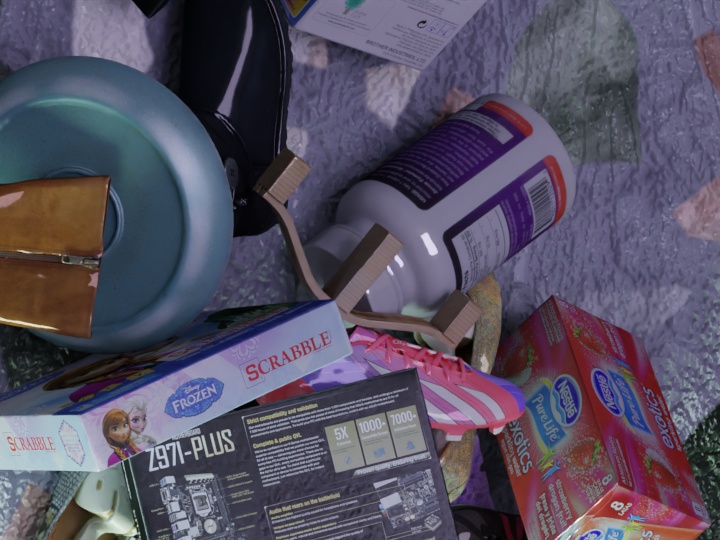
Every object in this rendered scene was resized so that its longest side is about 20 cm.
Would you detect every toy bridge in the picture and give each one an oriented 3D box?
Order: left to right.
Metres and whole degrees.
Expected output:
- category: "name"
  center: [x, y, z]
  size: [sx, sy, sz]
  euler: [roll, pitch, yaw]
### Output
- category: "toy bridge"
  center: [0.000, 0.000, 1.655]
  size: [0.200, 0.027, 0.067]
  euler: [40, 89, -30]

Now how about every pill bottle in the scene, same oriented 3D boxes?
- category: "pill bottle"
  center: [0.053, -0.035, 1.759]
  size: [0.200, 0.111, 0.112]
  euler: [-36, 110, -28]

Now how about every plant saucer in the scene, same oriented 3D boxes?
- category: "plant saucer"
  center: [-0.180, -0.038, 1.560]
  size: [0.027, 0.200, 0.201]
  euler: [-43, 120, -66]

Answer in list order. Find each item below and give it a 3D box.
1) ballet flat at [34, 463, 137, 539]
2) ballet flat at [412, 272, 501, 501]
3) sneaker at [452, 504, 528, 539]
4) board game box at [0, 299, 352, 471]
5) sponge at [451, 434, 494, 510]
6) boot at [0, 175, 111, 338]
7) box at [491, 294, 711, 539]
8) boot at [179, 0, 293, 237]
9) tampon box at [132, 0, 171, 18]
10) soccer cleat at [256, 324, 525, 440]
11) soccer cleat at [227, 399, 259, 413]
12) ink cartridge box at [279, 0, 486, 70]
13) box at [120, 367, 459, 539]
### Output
- category: "ballet flat"
  center: [-0.184, 0.183, 1.629]
  size: [0.072, 0.072, 0.201]
  euler: [40, 69, -28]
- category: "ballet flat"
  center: [0.060, 0.072, 1.770]
  size: [0.071, 0.071, 0.200]
  euler: [25, 64, -32]
- category: "sneaker"
  center: [0.114, 0.212, 1.789]
  size: [0.200, 0.084, 0.077]
  euler: [-2, 91, -36]
- category: "board game box"
  center: [-0.139, 0.075, 1.576]
  size: [0.200, 0.199, 0.041]
  euler: [-24, 99, -32]
- category: "sponge"
  center: [0.056, 0.212, 1.817]
  size: [0.111, 0.030, 0.200]
  euler: [-20, 102, -33]
- category: "boot"
  center: [-0.257, -0.055, 1.513]
  size: [0.199, 0.068, 0.189]
  euler: [2, 91, -1]
- category: "box"
  center: [0.170, 0.129, 1.789]
  size: [0.100, 0.095, 0.200]
  euler: [25, 32, -32]
- category: "boot"
  center: [-0.107, -0.104, 1.624]
  size: [0.168, 0.076, 0.201]
  euler: [-30, 118, -68]
- category: "tampon box"
  center: [-0.094, -0.294, 1.610]
  size: [0.126, 0.150, 0.200]
  euler: [48, 63, -2]
- category: "soccer cleat"
  center: [0.023, 0.073, 1.681]
  size: [0.200, 0.067, 0.077]
  euler: [3, 99, -14]
- category: "soccer cleat"
  center: [-0.090, 0.136, 1.704]
  size: [0.065, 0.084, 0.200]
  euler: [32, 52, 10]
- category: "ink cartridge box"
  center: [0.048, -0.245, 1.691]
  size: [0.136, 0.200, 0.076]
  euler: [14, 41, -44]
- category: "box"
  center: [-0.044, 0.167, 1.586]
  size: [0.200, 0.086, 0.164]
  euler: [-14, 86, -10]
